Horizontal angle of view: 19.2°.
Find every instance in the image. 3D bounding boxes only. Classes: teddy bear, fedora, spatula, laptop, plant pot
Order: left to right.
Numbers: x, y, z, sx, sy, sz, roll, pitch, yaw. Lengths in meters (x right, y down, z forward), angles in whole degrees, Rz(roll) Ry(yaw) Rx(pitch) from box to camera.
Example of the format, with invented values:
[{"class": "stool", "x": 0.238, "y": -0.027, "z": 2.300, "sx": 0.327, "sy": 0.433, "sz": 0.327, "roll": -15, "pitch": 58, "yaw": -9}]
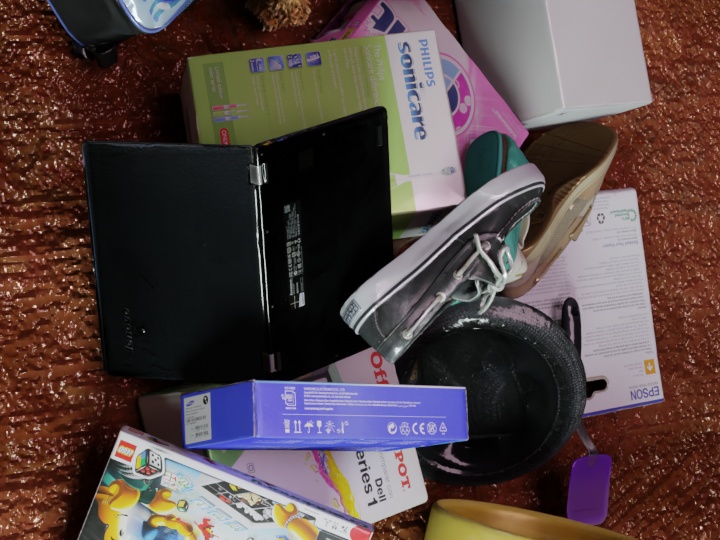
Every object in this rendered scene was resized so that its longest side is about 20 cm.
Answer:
[{"class": "laptop", "x": -0.085, "y": -0.021, "z": 1.587, "sx": 0.200, "sy": 0.116, "sz": 0.188, "roll": -20, "pitch": 118, "yaw": -37}, {"class": "teddy bear", "x": -0.044, "y": -0.261, "z": 1.679, "sx": 0.067, "sy": 0.200, "sz": 0.145, "roll": 21, "pitch": 55, "yaw": -5}, {"class": "fedora", "x": 0.095, "y": 0.082, "z": 1.772, "sx": 0.200, "sy": 0.200, "sz": 0.092, "roll": 39, "pitch": 27, "yaw": -28}, {"class": "plant pot", "x": 0.137, "y": 0.301, "z": 1.738, "sx": 0.200, "sy": 0.201, "sz": 0.189, "roll": 11, "pitch": 92, "yaw": -38}, {"class": "spatula", "x": 0.191, "y": 0.123, "z": 1.861, "sx": 0.056, "sy": 0.021, "sz": 0.201, "roll": -3, "pitch": 85, "yaw": -44}]

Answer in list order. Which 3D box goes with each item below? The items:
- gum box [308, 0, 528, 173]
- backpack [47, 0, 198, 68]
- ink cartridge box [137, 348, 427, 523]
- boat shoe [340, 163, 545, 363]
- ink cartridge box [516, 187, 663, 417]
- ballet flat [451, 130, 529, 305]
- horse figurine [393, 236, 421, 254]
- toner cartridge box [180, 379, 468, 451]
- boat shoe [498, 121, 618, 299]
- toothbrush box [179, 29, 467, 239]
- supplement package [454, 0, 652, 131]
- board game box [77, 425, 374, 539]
[{"class": "gum box", "x": 0.041, "y": -0.144, "z": 1.800, "sx": 0.200, "sy": 0.066, "sz": 0.114, "roll": 49, "pitch": 54, "yaw": -22}, {"class": "backpack", "x": -0.160, "y": -0.290, "z": 1.610, "sx": 0.183, "sy": 0.147, "sz": 0.200, "roll": 55, "pitch": 50, "yaw": -22}, {"class": "ink cartridge box", "x": -0.058, "y": 0.141, "z": 1.662, "sx": 0.200, "sy": 0.084, "sz": 0.145, "roll": -16, "pitch": 93, "yaw": -40}, {"class": "boat shoe", "x": 0.078, "y": -0.004, "z": 1.599, "sx": 0.199, "sy": 0.074, "sz": 0.068, "roll": -37, "pitch": 76, "yaw": -29}, {"class": "ink cartridge box", "x": 0.180, "y": 0.033, "z": 1.903, "sx": 0.196, "sy": 0.043, "sz": 0.201, "roll": -6, "pitch": 90, "yaw": -39}, {"class": "ballet flat", "x": 0.110, "y": -0.031, "z": 1.721, "sx": 0.070, "sy": 0.067, "sz": 0.200, "roll": 44, "pitch": 37, "yaw": -25}, {"class": "horse figurine", "x": 0.000, "y": 0.000, "z": 1.720, "sx": 0.200, "sy": 0.132, "sz": 0.050, "roll": -72, "pitch": 146, "yaw": -47}, {"class": "toner cartridge box", "x": -0.025, "y": 0.109, "z": 1.578, "sx": 0.200, "sy": 0.095, "sz": 0.043, "roll": 4, "pitch": 79, "yaw": -39}, {"class": "boat shoe", "x": 0.165, "y": -0.055, "z": 1.841, "sx": 0.200, "sy": 0.072, "sz": 0.065, "roll": -53, "pitch": 146, "yaw": -39}, {"class": "toothbrush box", "x": -0.031, "y": -0.096, "z": 1.657, "sx": 0.199, "sy": 0.086, "sz": 0.146, "roll": -8, "pitch": 77, "yaw": -10}, {"class": "supplement package", "x": 0.164, "y": -0.230, "z": 1.883, "sx": 0.117, "sy": 0.117, "sz": 0.201, "roll": -7, "pitch": 86, "yaw": -41}, {"class": "board game box", "x": -0.105, "y": 0.209, "z": 1.554, "sx": 0.200, "sy": 0.035, "sz": 0.127, "roll": 21, "pitch": 93, "yaw": 0}]
